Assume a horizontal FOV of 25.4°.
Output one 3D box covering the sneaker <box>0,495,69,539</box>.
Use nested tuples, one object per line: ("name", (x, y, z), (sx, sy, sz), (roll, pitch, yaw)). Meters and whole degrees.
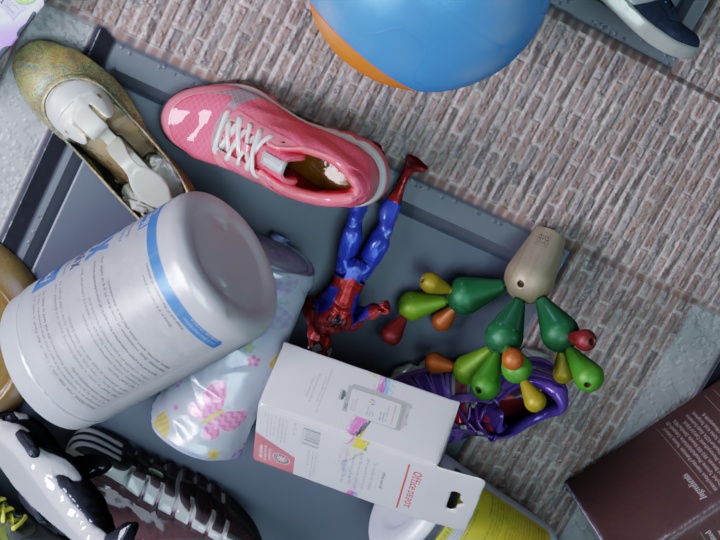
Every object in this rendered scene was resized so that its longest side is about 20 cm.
("sneaker", (-0.337, 0.212, 1.382), (0.199, 0.074, 0.085), (17, 100, -2))

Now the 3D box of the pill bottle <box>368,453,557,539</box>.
("pill bottle", (0.113, 0.261, 1.489), (0.200, 0.112, 0.112), (36, 100, -21))

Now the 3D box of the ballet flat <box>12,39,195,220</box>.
("ballet flat", (-0.205, -0.107, 1.310), (0.071, 0.071, 0.200), (-39, 113, 4))

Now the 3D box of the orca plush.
("orca plush", (-0.238, 0.171, 1.342), (0.071, 0.200, 0.106), (-31, 126, -29))

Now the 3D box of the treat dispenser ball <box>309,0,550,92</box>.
("treat dispenser ball", (0.053, -0.240, 1.241), (0.200, 0.201, 0.202), (-4, 111, -10))

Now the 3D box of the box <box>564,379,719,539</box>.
("box", (0.334, 0.238, 1.498), (0.200, 0.164, 0.166), (-33, 114, 2))

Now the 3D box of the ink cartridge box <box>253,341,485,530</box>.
("ink cartridge box", (0.013, 0.145, 1.371), (0.199, 0.068, 0.117), (20, 149, 5))

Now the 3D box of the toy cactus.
("toy cactus", (0.129, 0.033, 1.408), (0.166, 0.199, 0.102), (-63, 148, -17))

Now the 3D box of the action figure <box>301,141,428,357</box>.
("action figure", (0.000, 0.000, 1.379), (0.065, 0.099, 0.201), (17, 108, -16))

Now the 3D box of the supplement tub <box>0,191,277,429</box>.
("supplement tub", (-0.179, 0.034, 1.299), (0.199, 0.132, 0.132), (-28, 115, 25))

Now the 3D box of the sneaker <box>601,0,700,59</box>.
("sneaker", (0.226, -0.260, 1.338), (0.200, 0.075, 0.085), (36, 104, -21))

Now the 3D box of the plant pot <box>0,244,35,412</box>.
("plant pot", (-0.365, 0.059, 1.360), (0.199, 0.028, 0.201), (-4, 111, -10))

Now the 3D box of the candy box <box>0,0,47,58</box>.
("candy box", (-0.323, -0.246, 1.229), (0.168, 0.072, 0.200), (38, 99, -21))

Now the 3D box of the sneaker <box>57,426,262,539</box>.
("sneaker", (-0.195, 0.232, 1.443), (0.199, 0.076, 0.116), (32, 106, -10))

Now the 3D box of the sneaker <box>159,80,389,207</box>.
("sneaker", (-0.073, -0.103, 1.309), (0.199, 0.087, 0.074), (19, 105, 4))

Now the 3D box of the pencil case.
("pencil case", (-0.112, 0.066, 1.385), (0.090, 0.083, 0.201), (21, 105, -6))

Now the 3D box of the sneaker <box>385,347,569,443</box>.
("sneaker", (0.093, 0.123, 1.449), (0.199, 0.083, 0.081), (-16, 112, -3))
